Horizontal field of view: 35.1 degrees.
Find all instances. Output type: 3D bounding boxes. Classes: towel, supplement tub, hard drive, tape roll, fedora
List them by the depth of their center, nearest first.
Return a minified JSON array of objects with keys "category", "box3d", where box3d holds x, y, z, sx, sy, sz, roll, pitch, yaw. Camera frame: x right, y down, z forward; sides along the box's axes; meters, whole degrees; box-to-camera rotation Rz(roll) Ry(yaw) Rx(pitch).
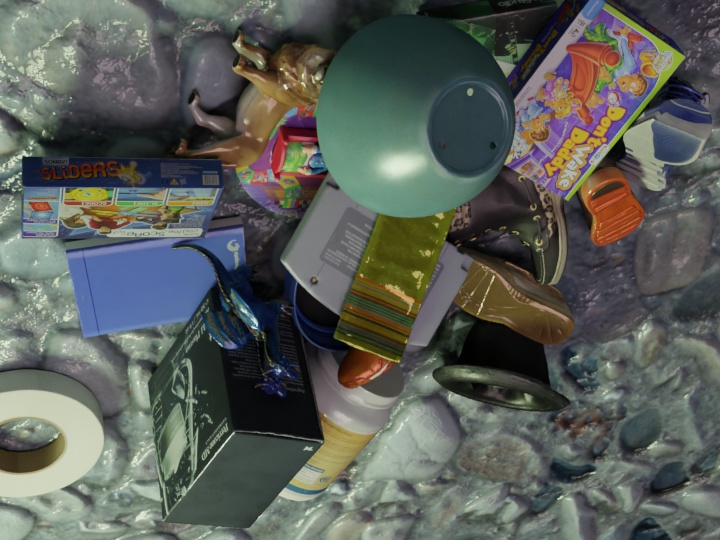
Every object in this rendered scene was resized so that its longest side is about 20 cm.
[{"category":"towel","box3d":[0.042,-0.005,1.236,0.085,0.018,0.203,19,94,-21]},{"category":"hard drive","box3d":[-0.229,0.009,1.309,0.197,0.026,0.133,-9,133,-11]},{"category":"tape roll","box3d":[-0.420,0.205,1.416,0.199,0.037,0.205,-10,134,-10]},{"category":"supplement tub","box3d":[-0.050,0.178,1.439,0.143,0.146,0.200,22,122,-33]},{"category":"fedora","box3d":[0.189,0.121,1.484,0.197,0.093,0.201,12,167,3]}]

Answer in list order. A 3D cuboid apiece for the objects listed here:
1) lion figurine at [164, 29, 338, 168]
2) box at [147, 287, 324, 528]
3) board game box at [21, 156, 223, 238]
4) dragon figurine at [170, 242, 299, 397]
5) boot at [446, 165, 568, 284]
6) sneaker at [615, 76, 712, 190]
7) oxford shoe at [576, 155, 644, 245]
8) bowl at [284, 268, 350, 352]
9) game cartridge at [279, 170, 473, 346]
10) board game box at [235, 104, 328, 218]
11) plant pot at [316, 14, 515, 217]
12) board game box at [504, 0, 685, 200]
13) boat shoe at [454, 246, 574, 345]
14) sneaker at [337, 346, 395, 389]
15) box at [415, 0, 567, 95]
[{"category":"lion figurine","box3d":[-0.104,-0.165,1.170,0.122,0.073,0.200,25,126,-33]},{"category":"box","box3d":[-0.152,0.164,1.336,0.122,0.199,0.201,11,135,-32]},{"category":"board game box","box3d":[-0.250,-0.073,1.182,0.197,0.035,0.135,-1,159,-18]},{"category":"dragon figurine","box3d":[-0.132,0.046,1.241,0.059,0.100,0.200,-37,101,24]},{"category":"boot","box3d":[0.167,-0.057,1.350,0.148,0.074,0.202,-14,130,-7]},{"category":"sneaker","box3d":[0.344,-0.173,1.271,0.080,0.116,0.200,25,171,5]},{"category":"oxford shoe","box3d":[0.294,-0.092,1.370,0.071,0.074,0.200,-26,153,5]},{"category":"bowl","box3d":[0.000,0.000,1.334,0.198,0.039,0.203,-19,129,-24]},{"category":"game cartridge","box3d":[0.015,-0.005,1.255,0.199,0.040,0.135,31,87,-21]},{"category":"board game box","box3d":[-0.039,-0.126,1.240,0.198,0.039,0.158,-32,133,11]},{"category":"plant pot","box3d":[0.073,-0.143,1.097,0.197,0.134,0.204,-6,103,-24]},{"category":"board game box","box3d":[0.228,-0.188,1.210,0.133,0.045,0.201,24,118,-24]},{"category":"boat shoe","box3d":[0.178,0.022,1.429,0.198,0.070,0.074,31,122,-13]},{"category":"sneaker","box3d":[0.032,0.048,1.325,0.077,0.073,0.201,40,84,-29]},{"category":"box","box3d":[0.156,-0.222,1.223,0.197,0.037,0.146,-12,133,-9]}]
